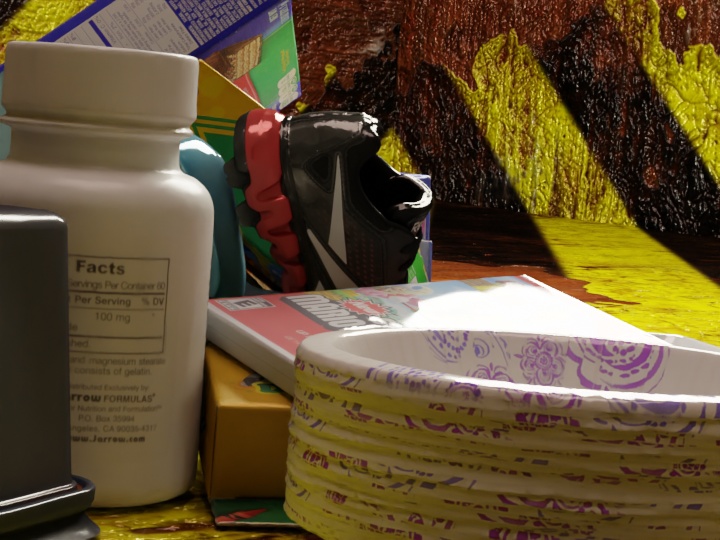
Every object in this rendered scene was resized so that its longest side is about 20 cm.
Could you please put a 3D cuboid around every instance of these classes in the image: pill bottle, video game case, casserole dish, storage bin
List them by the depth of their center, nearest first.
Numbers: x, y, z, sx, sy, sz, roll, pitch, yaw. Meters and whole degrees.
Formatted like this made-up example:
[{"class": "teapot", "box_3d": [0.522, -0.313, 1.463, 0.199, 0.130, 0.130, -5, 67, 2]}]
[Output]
[{"class": "storage bin", "box_3d": [-0.213, 0.036, 0.848, 0.198, 0.136, 0.145, 6, 5, 24]}, {"class": "pill bottle", "box_3d": [-0.125, -0.001, 0.953, 0.113, 0.202, 0.114, 4, 4, 0]}, {"class": "video game case", "box_3d": [0.039, 0.035, 0.996, 0.198, 0.018, 0.143, -4, 18, -32]}, {"class": "casserole dish", "box_3d": [-0.123, -0.031, 1.147, 0.039, 0.122, 0.199, -22, 24, -35]}]

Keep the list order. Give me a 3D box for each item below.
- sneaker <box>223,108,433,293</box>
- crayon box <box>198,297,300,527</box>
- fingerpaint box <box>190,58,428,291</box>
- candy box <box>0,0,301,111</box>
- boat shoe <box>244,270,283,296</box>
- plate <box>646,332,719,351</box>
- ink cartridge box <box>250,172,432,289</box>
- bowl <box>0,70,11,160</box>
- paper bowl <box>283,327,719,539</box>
[{"class": "sneaker", "box_3d": [0.000, 0.000, 1.116, 0.097, 0.202, 0.071, -12, 26, 13]}, {"class": "crayon box", "box_3d": [-0.014, 0.066, 0.995, 0.126, 0.051, 0.200, 3, 16, -10]}, {"class": "fingerpaint box", "box_3d": [-0.045, -0.029, 1.295, 0.166, 0.074, 0.200, 38, -6, 10]}, {"class": "candy box", "box_3d": [-0.139, -0.112, 1.326, 0.199, 0.077, 0.169, -35, -15, -9]}, {"class": "boat shoe", "box_3d": [-0.071, 0.049, 1.269, 0.069, 0.071, 0.200, -33, 32, -18]}, {"class": "plate", "box_3d": [0.132, 0.058, 1.241, 0.198, 0.033, 0.200, 3, 4, -11]}, {"class": "ink cartridge box", "box_3d": [-0.011, -0.005, 1.474, 0.076, 0.138, 0.200, -1, 6, -22]}, {"class": "bowl", "box_3d": [-0.199, -0.002, 1.142, 0.105, 0.203, 0.200, -24, 21, -34]}, {"class": "paper bowl", "box_3d": [0.071, 0.082, 0.750, 0.199, 0.105, 0.201, 4, 5, 0]}]
